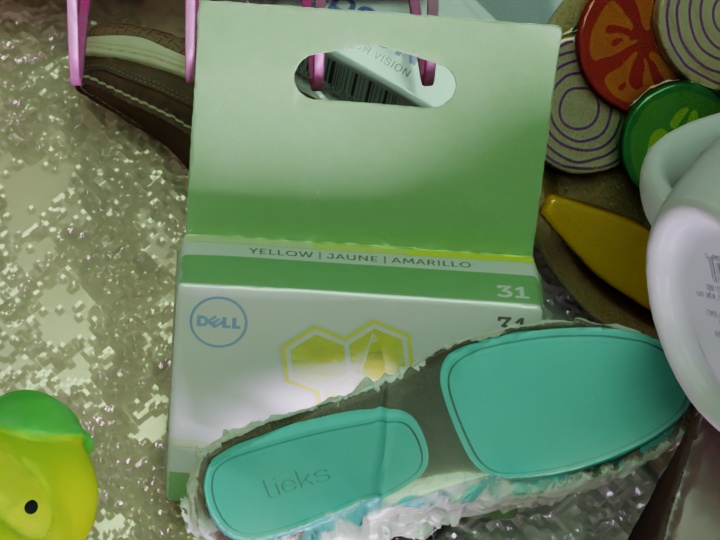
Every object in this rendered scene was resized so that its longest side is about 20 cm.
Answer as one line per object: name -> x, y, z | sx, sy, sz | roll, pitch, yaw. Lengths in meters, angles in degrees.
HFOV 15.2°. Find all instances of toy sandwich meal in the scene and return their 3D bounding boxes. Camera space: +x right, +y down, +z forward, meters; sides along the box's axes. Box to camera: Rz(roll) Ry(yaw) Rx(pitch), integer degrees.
toy sandwich meal -> 0.160, -0.047, 1.090 | 0.204, 0.070, 0.207 | 0, 93, 2

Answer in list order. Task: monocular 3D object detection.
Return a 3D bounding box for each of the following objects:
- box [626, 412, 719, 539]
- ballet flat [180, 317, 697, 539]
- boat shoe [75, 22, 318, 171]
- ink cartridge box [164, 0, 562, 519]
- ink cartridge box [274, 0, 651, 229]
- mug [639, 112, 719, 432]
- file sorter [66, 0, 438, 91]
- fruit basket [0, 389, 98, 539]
box -> 0.158, 0.191, 0.996 | 0.163, 0.166, 0.201 | 20, 68, 4
ballet flat -> 0.027, 0.067, 1.031 | 0.199, 0.072, 0.072 | -13, 69, -7
boat shoe -> -0.037, -0.035, 1.125 | 0.201, 0.075, 0.075 | 24, 82, 11
ink cartridge box -> 0.000, 0.000, 1.054 | 0.145, 0.201, 0.048 | 4, 31, -3
ink cartridge box -> 0.090, -0.130, 1.191 | 0.199, 0.041, 0.201 | 30, 68, 7
mug -> 0.184, -0.017, 0.969 | 0.175, 0.148, 0.200 | -19, 29, -23
file sorter -> -0.066, -0.149, 1.066 | 0.199, 0.140, 0.126 | 0, 32, -3
fruit basket -> -0.178, 0.130, 0.999 | 0.214, 0.155, 0.217 | 0, 87, 7
